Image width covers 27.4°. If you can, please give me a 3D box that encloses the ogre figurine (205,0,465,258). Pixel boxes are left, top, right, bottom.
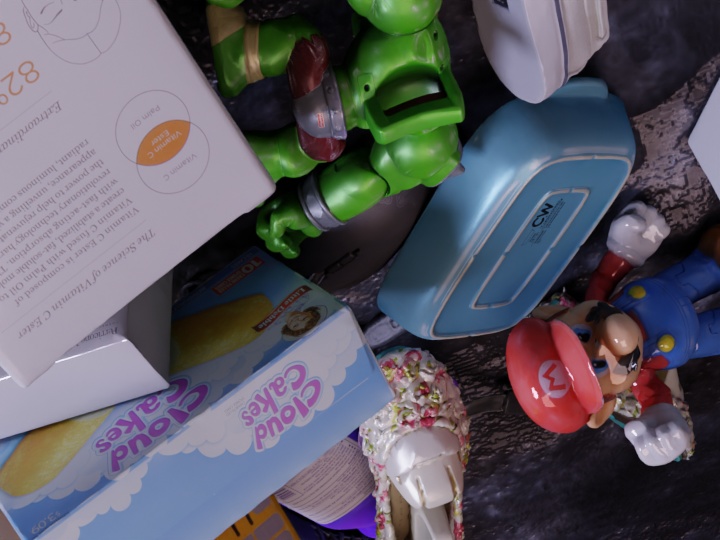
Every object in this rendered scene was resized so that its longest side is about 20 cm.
[{"bbox_3d":[-0.010,-0.092,0.743,0.118,0.098,0.202,-8,114,2],"label":"ogre figurine"}]

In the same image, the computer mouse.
[{"bbox_3d":[0.000,0.000,0.880,0.140,0.046,0.200,28,122,-34],"label":"computer mouse"}]

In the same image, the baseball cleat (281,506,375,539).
[{"bbox_3d":[-0.007,0.207,1.087,0.106,0.070,0.200,-29,145,6],"label":"baseball cleat"}]

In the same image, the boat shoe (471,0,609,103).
[{"bbox_3d":[0.089,-0.176,0.719,0.070,0.071,0.201,-36,135,-17],"label":"boat shoe"}]

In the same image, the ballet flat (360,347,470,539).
[{"bbox_3d":[0.043,0.138,0.929,0.075,0.064,0.202,-17,129,-10],"label":"ballet flat"}]

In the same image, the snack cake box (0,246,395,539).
[{"bbox_3d":[-0.096,0.083,0.786,0.199,0.115,0.068,-37,120,-16],"label":"snack cake box"}]

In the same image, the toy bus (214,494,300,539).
[{"bbox_3d":[-0.101,0.142,0.895,0.065,0.078,0.201,-22,101,47],"label":"toy bus"}]

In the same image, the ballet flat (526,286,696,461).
[{"bbox_3d":[0.177,0.071,0.990,0.199,0.075,0.064,31,87,-43],"label":"ballet flat"}]

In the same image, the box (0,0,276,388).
[{"bbox_3d":[-0.160,-0.079,0.659,0.152,0.106,0.201,-38,126,-8],"label":"box"}]

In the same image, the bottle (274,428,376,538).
[{"bbox_3d":[-0.012,0.132,0.998,0.083,0.066,0.199,-41,131,18],"label":"bottle"}]

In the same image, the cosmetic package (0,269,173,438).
[{"bbox_3d":[-0.198,0.044,0.788,0.198,0.083,0.051,-18,141,15],"label":"cosmetic package"}]

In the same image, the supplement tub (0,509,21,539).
[{"bbox_3d":[-0.299,0.184,0.896,0.140,0.142,0.199,28,137,-36],"label":"supplement tub"}]

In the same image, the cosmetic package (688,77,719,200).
[{"bbox_3d":[0.293,-0.073,0.771,0.121,0.201,0.200,3,135,-17],"label":"cosmetic package"}]

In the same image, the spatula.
[{"bbox_3d":[0.088,0.091,0.993,0.198,0.021,0.057,-1,111,-35],"label":"spatula"}]

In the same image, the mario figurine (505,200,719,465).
[{"bbox_3d":[0.174,0.034,0.877,0.199,0.123,0.107,-22,129,-31],"label":"mario figurine"}]

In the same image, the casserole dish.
[{"bbox_3d":[0.089,-0.024,0.859,0.120,0.039,0.201,-6,139,-40],"label":"casserole dish"}]
